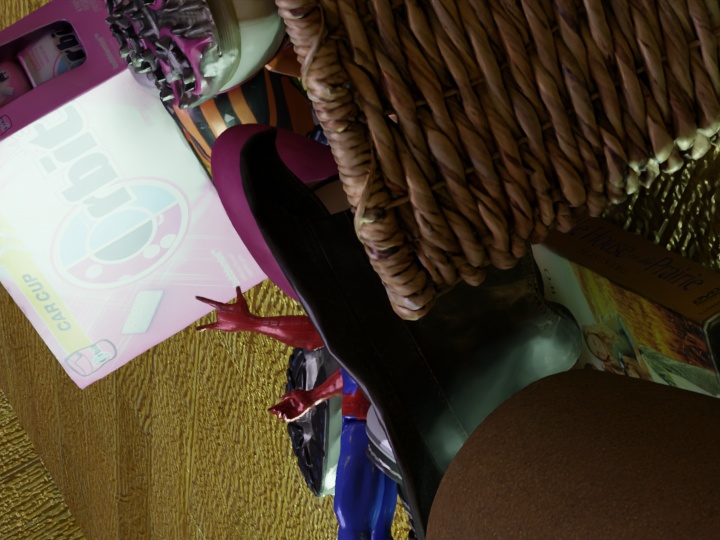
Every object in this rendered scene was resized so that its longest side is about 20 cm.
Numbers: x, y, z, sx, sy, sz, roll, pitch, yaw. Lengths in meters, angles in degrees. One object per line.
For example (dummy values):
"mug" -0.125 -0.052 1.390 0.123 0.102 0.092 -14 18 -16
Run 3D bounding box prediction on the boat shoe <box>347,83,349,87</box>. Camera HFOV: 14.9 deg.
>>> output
"boat shoe" 0.026 -0.063 1.053 0.200 0.072 0.073 44 -153 -74

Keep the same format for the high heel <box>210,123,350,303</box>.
"high heel" 0.000 0.000 1.123 0.200 0.067 0.096 49 -177 20

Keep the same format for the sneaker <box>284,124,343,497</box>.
"sneaker" 0.016 0.006 1.273 0.077 0.085 0.201 -129 40 -56

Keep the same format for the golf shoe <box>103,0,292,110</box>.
"golf shoe" -0.044 -0.106 0.916 0.200 0.092 0.073 -129 18 -76

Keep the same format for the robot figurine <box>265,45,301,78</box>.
"robot figurine" -0.072 -0.139 1.137 0.199 0.058 0.145 24 -163 -28

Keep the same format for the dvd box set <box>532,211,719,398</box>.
"dvd box set" 0.117 0.053 1.076 0.200 0.029 0.147 32 145 64

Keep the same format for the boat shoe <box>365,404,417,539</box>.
"boat shoe" 0.052 0.104 1.183 0.069 0.057 0.200 41 -175 33

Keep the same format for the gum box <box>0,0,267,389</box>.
"gum box" -0.136 -0.042 1.341 0.066 0.113 0.200 59 178 38

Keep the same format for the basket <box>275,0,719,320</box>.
"basket" 0.017 -0.113 0.886 0.143 0.148 0.201 34 150 62

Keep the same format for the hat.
"hat" 0.032 0.018 0.970 0.201 0.080 0.202 -90 -26 -80

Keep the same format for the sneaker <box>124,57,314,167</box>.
"sneaker" -0.075 -0.120 1.287 0.112 0.077 0.201 62 -164 -48

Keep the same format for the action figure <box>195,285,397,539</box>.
"action figure" -0.021 0.080 1.204 0.065 0.098 0.202 11 -96 -72

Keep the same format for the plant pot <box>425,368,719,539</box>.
"plant pot" 0.114 0.121 0.848 0.200 0.186 0.187 37 153 42

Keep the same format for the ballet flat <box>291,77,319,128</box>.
"ballet flat" -0.044 -0.058 1.345 0.201 0.072 0.072 54 164 33
